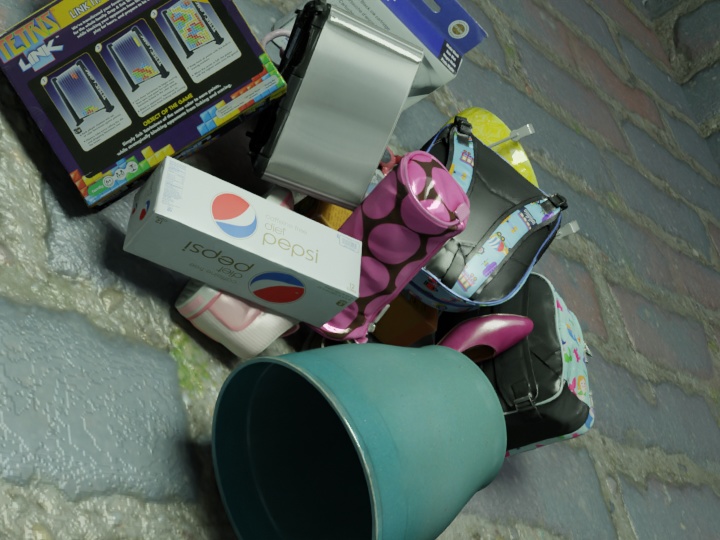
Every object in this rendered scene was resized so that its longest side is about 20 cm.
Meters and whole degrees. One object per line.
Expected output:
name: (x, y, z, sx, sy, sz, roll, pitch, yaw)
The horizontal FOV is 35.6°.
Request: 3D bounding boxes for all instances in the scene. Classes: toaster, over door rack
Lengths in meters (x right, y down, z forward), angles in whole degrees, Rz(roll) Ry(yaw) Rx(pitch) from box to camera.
toaster: (-0.032, -0.169, 1.109, 0.119, 0.181, 0.200, 20, 11, -11)
over door rack: (0.149, -0.076, 1.364, 0.067, 0.200, 0.148, -53, 119, -84)

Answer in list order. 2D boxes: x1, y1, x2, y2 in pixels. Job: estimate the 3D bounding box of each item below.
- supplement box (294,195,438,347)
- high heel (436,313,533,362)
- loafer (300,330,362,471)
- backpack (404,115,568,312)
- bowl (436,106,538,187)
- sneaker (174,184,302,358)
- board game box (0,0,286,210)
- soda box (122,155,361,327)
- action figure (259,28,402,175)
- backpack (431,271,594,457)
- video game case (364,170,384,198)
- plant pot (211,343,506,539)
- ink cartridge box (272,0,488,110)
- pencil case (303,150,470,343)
supplement box: (0.000, 0.000, 1.230, 0.200, 0.067, 0.069, 44, 32, -26)
high heel: (0.098, 0.113, 1.175, 0.067, 0.200, 0.096, 74, -4, -61)
loafer: (-0.014, 0.129, 1.082, 0.075, 0.070, 0.200, 36, 36, -35)
backpack: (0.104, -0.036, 1.214, 0.183, 0.135, 0.200, 38, 51, -3)
bowl: (0.138, -0.105, 1.476, 0.108, 0.200, 0.200, -25, 82, -18)
sneaker: (-0.093, 0.005, 1.069, 0.105, 0.075, 0.200, 44, 40, -14)
board game box: (-0.190, -0.173, 0.967, 0.165, 0.200, 0.057, 58, -3, 0)
soda box: (-0.099, -0.021, 0.976, 0.200, 0.068, 0.064, 24, 50, -25)
action figure: (-0.027, -0.177, 1.264, 0.200, 0.149, 0.134, 32, 47, 7)
backpack: (0.173, 0.107, 1.281, 0.151, 0.177, 0.200, 42, 35, -44)
video game case: (-0.016, -0.129, 1.376, 0.143, 0.018, 0.200, 7, 57, -56)
plant pot: (0.011, 0.147, 0.920, 0.188, 0.200, 0.200, -14, 74, -41)
ink cartridge box: (0.026, -0.292, 1.408, 0.200, 0.200, 0.041, 38, 35, -31)
pencil case: (0.022, -0.017, 1.069, 0.094, 0.200, 0.091, 48, 36, 10)
